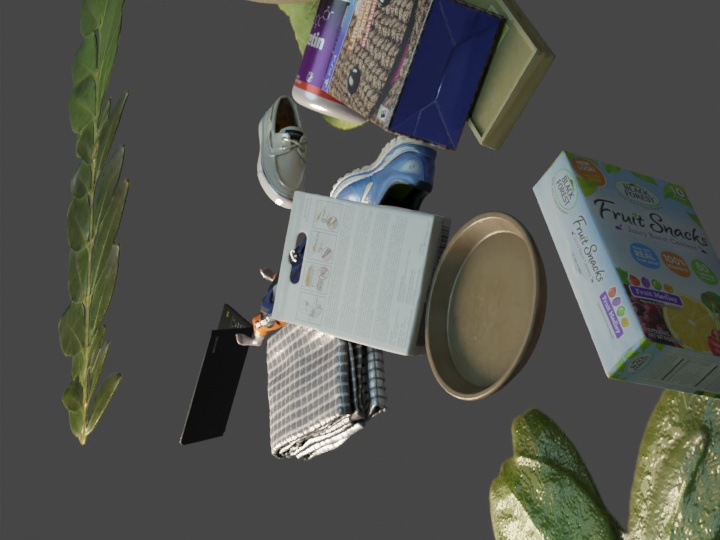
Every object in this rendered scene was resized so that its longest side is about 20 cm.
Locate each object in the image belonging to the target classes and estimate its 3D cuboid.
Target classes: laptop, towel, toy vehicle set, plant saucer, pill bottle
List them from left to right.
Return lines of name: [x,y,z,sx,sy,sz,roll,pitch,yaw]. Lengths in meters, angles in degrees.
laptop: [-0.237,0.153,1.753,0.200,0.102,0.180,31,105,60]
towel: [-0.051,0.135,1.450,0.200,0.085,0.168,-38,48,49]
pill bottle: [-0.013,-0.306,1.528,0.112,0.111,0.203,35,109,59]
toy vehicle set: [0.144,-0.247,1.312,0.125,0.026,0.201,-59,34,30]
plant saucer: [0.134,0.038,1.218,0.199,0.029,0.203,-30,54,52]

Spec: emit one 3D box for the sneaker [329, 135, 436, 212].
sneaker: [0.023,-0.084,1.413,0.200,0.078,0.090,-40,43,47]

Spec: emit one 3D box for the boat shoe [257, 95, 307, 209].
boat shoe: [-0.109,-0.181,1.699,0.070,0.070,0.202,-54,30,39]

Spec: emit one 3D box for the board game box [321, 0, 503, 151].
board game box: [0.055,-0.252,1.345,0.200,0.096,0.161,41,115,58]

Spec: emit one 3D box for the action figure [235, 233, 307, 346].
action figure: [-0.075,0.020,1.567,0.192,0.105,0.201,-14,37,52]

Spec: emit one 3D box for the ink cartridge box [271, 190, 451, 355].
ink cartridge box: [0.000,0.000,1.357,0.198,0.057,0.165,13,93,35]

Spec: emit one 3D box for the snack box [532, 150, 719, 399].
snack box: [0.235,0.003,0.936,0.053,0.141,0.202,-52,38,37]

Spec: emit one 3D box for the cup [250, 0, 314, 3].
cup: [-0.084,-0.478,1.690,0.200,0.142,0.203,-30,54,53]
